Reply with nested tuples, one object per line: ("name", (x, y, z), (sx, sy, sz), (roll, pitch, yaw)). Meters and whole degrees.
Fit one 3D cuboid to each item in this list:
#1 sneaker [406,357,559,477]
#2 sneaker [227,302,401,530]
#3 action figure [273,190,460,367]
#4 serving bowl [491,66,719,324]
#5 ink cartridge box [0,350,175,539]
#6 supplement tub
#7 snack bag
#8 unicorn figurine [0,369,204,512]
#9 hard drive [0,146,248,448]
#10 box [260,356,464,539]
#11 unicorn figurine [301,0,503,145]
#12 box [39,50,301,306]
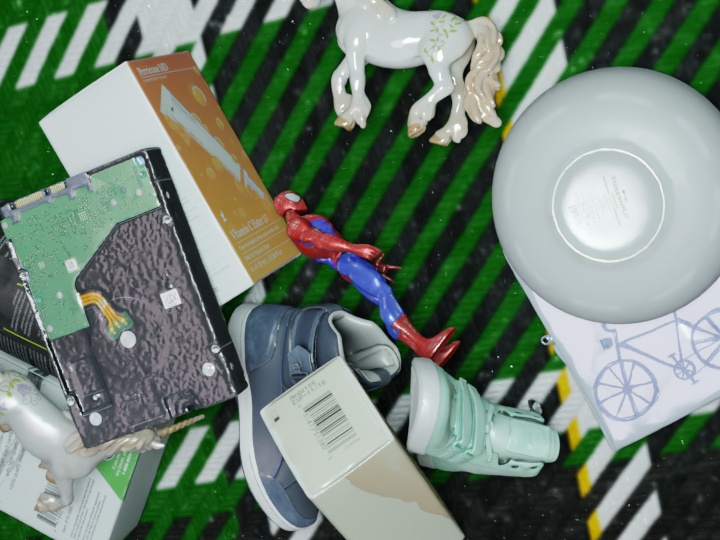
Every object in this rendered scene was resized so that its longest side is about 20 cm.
("sneaker", (0.098, 0.116, 1.014), (0.117, 0.201, 0.075), (3, 74, 9))
("sneaker", (-0.031, 0.125, 1.087), (0.145, 0.077, 0.205), (-4, 101, 35))
("action figure", (0.000, 0.000, 1.066), (0.200, 0.065, 0.052), (40, 87, 19))
("serving bowl", (0.191, -0.053, 0.981), (0.198, 0.066, 0.202), (3, 101, 19))
("ink cartridge box", (-0.285, 0.149, 1.183), (0.199, 0.083, 0.148), (26, 109, 9))
("supplement tub", (-0.256, 0.029, 1.125), (0.198, 0.122, 0.124), (25, 109, 10))
("snack bag", (0.230, 0.019, 1.028), (0.188, 0.021, 0.201), (-32, 89, 21))
("unicorn figurine", (-0.254, 0.138, 1.082), (0.199, 0.074, 0.137), (29, 134, -15))
("hard drive", (-0.184, 0.022, 1.002), (0.139, 0.038, 0.202), (-20, 94, 14))
("box", (0.005, 0.165, 1.026), (0.077, 0.200, 0.095), (-35, 53, -2))
("unicorn figurine", (0.018, -0.178, 1.018), (0.198, 0.074, 0.139), (10, 94, 1))
("box", (-0.152, -0.067, 1.070), (0.097, 0.124, 0.201), (-29, 94, 21))
